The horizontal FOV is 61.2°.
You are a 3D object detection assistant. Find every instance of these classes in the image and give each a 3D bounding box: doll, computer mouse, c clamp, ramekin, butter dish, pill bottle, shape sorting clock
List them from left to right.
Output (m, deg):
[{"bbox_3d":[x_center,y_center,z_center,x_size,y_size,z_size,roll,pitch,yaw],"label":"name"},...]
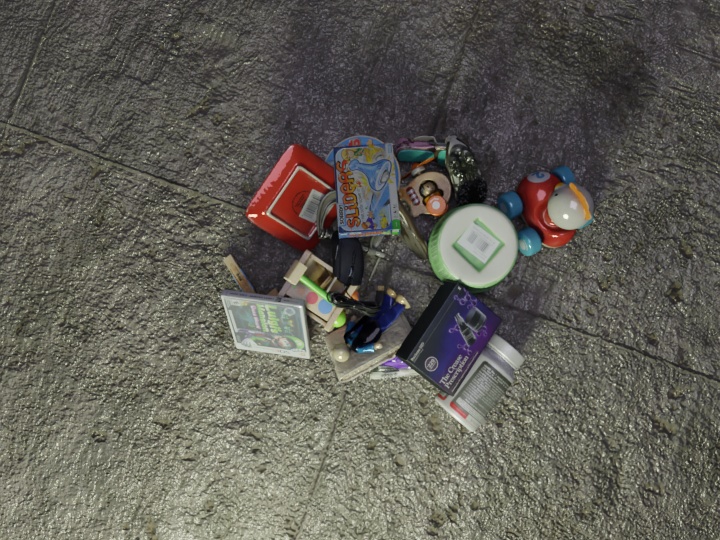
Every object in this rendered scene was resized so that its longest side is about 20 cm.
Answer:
[{"bbox_3d":[-0.152,-0.177,1.391,0.198,0.148,0.201,31,97,-35],"label":"butter dish"},{"bbox_3d":[-0.018,-0.085,1.380,0.198,0.027,0.172,24,100,-21],"label":"c clamp"},{"bbox_3d":[-0.003,-0.212,1.415,0.197,0.039,0.203,-1,88,20],"label":"shape sorting clock"},{"bbox_3d":[0.000,0.000,1.308,0.139,0.046,0.202,22,50,-25],"label":"computer mouse"},{"bbox_3d":[0.016,0.127,1.354,0.200,0.136,0.049,-44,128,-11],"label":"doll"},{"bbox_3d":[0.251,-0.052,1.342,0.197,0.098,0.203,0,86,1],"label":"ramekin"},{"bbox_3d":[0.271,0.247,1.364,0.114,0.114,0.201,40,88,3],"label":"pill bottle"}]

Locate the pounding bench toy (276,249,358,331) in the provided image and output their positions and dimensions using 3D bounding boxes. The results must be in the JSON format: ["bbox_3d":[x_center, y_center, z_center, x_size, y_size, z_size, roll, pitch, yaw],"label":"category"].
[{"bbox_3d":[-0.086,0.050,1.341,0.155,0.200,0.125,33,87,4],"label":"pounding bench toy"}]

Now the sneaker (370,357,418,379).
[{"bbox_3d":[0.115,0.190,1.394,0.197,0.070,0.101,-7,83,0],"label":"sneaker"}]

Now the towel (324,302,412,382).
[{"bbox_3d":[0.021,0.157,1.384,0.198,0.035,0.133,-28,46,2],"label":"towel"}]

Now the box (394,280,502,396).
[{"bbox_3d":[0.191,0.145,1.319,0.141,0.079,0.201,37,81,-12],"label":"box"}]

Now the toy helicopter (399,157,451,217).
[{"bbox_3d":[0.113,-0.190,1.418,0.197,0.079,0.134,-2,93,14],"label":"toy helicopter"}]

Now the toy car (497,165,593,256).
[{"bbox_3d":[0.436,-0.150,1.325,0.183,0.200,0.179,-25,86,-14],"label":"toy car"}]

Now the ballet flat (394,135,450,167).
[{"bbox_3d":[0.179,-0.284,1.429,0.197,0.069,0.072,8,61,2],"label":"ballet flat"}]

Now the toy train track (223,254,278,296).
[{"bbox_3d":[-0.257,0.051,1.432,0.114,0.033,0.201,-36,81,6],"label":"toy train track"}]

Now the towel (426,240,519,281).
[{"bbox_3d":[0.259,-0.055,1.416,0.198,0.049,0.113,-22,85,0],"label":"towel"}]

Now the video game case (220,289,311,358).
[{"bbox_3d":[-0.204,0.122,1.347,0.179,0.201,0.024,7,49,7],"label":"video game case"}]

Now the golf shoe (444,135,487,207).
[{"bbox_3d":[0.237,-0.221,1.377,0.077,0.201,0.095,-18,51,4],"label":"golf shoe"}]

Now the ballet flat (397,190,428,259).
[{"bbox_3d":[0.106,-0.110,1.389,0.046,0.067,0.201,-45,114,-21],"label":"ballet flat"}]

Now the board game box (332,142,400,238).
[{"bbox_3d":[0.012,-0.174,1.317,0.133,0.035,0.203,-5,74,-1],"label":"board game box"}]
